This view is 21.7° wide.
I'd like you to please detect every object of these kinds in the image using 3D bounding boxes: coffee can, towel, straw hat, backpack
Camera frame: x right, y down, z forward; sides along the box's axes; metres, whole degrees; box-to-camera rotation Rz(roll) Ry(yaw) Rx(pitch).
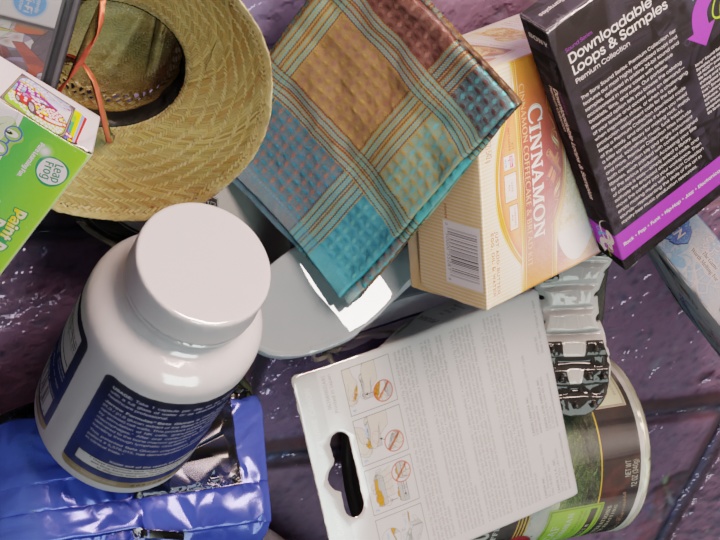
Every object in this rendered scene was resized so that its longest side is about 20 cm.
[{"bbox_3d":[0.104,0.146,1.462,0.198,0.147,0.147,-7,133,-26],"label":"coffee can"},{"bbox_3d":[-0.005,-0.089,1.155,0.022,0.147,0.200,-35,169,-50],"label":"towel"},{"bbox_3d":[-0.148,-0.129,1.086,0.199,0.085,0.202,0,125,0],"label":"straw hat"},{"bbox_3d":[-0.169,0.167,1.279,0.198,0.169,0.163,-1,156,-15],"label":"backpack"}]

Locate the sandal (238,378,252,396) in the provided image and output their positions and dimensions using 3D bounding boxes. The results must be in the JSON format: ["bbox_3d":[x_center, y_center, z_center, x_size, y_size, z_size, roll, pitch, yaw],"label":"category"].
[{"bbox_3d":[-0.124,0.048,1.301,0.079,0.058,0.201,1,156,9],"label":"sandal"}]

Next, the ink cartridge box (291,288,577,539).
[{"bbox_3d":[0.049,0.115,1.326,0.199,0.050,0.164,-18,105,-20],"label":"ink cartridge box"}]

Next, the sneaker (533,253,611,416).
[{"bbox_3d":[0.153,0.001,1.400,0.066,0.091,0.202,-1,100,-5],"label":"sneaker"}]

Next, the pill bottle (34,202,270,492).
[{"bbox_3d":[-0.124,0.046,1.139,0.110,0.112,0.200,-5,152,-27],"label":"pill bottle"}]

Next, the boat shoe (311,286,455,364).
[{"bbox_3d":[-0.011,0.034,1.348,0.201,0.075,0.087,-14,139,-33],"label":"boat shoe"}]

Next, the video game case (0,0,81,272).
[{"bbox_3d":[-0.262,-0.103,1.037,0.179,0.026,0.201,16,124,-11],"label":"video game case"}]

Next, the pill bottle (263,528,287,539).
[{"bbox_3d":[-0.056,0.291,1.533,0.110,0.111,0.200,-38,138,8],"label":"pill bottle"}]

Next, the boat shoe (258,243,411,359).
[{"bbox_3d":[0.000,0.000,1.276,0.200,0.071,0.091,-34,178,-16],"label":"boat shoe"}]

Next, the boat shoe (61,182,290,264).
[{"bbox_3d":[-0.117,-0.032,1.226,0.063,0.071,0.200,-12,157,29],"label":"boat shoe"}]

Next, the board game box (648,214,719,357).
[{"bbox_3d":[0.279,0.033,1.417,0.043,0.200,0.200,-35,139,5],"label":"board game box"}]

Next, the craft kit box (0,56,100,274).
[{"bbox_3d":[-0.277,-0.057,1.030,0.197,0.049,0.200,33,120,-18],"label":"craft kit box"}]

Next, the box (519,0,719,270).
[{"bbox_3d":[0.186,-0.117,1.171,0.143,0.036,0.201,-36,132,-13],"label":"box"}]

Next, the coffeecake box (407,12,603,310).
[{"bbox_3d":[0.119,-0.085,1.220,0.199,0.073,0.155,-25,119,-38],"label":"coffeecake box"}]
